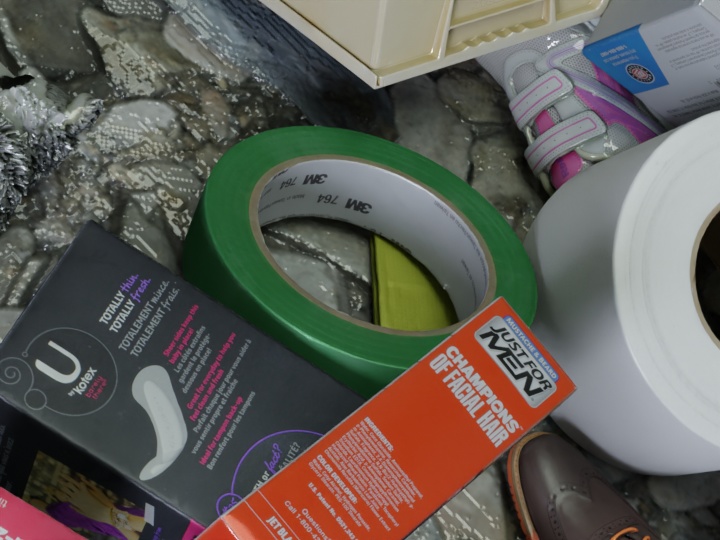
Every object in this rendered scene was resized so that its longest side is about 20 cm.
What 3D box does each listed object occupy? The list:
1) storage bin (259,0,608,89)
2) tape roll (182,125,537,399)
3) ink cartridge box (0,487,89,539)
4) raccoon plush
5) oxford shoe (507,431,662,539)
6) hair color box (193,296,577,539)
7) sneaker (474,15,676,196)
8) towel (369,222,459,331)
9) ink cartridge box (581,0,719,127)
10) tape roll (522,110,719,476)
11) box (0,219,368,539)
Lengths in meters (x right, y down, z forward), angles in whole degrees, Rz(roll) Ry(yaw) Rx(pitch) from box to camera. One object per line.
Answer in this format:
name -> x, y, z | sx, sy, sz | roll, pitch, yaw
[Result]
storage bin -> 0.030, -0.221, 1.298 | 0.198, 0.094, 0.200 | -20, 43, -33
tape roll -> 0.000, 0.000, 1.191 | 0.200, 0.048, 0.201 | 15, 39, -12
ink cartridge box -> -0.216, 0.206, 0.941 | 0.083, 0.145, 0.200 | 33, 53, -5
raccoon plush -> -0.205, -0.019, 1.145 | 0.134, 0.097, 0.201 | -2, 91, -41
oxford shoe -> 0.159, 0.167, 1.187 | 0.071, 0.073, 0.200 | -29, 76, -34
hair color box -> 0.000, 0.104, 0.994 | 0.064, 0.111, 0.200 | 50, 54, 4
sneaker -> 0.139, -0.096, 1.332 | 0.200, 0.081, 0.088 | 42, 51, 4
towel -> 0.100, 0.024, 1.283 | 0.199, 0.018, 0.086 | 10, 52, -19
ink cartridge box -> 0.257, -0.116, 1.266 | 0.200, 0.146, 0.086 | 35, 74, -15
tape roll -> 0.206, 0.016, 1.222 | 0.202, 0.139, 0.203 | 4, 79, -19
box -> -0.100, 0.091, 1.090 | 0.200, 0.106, 0.122 | 34, 52, -4
